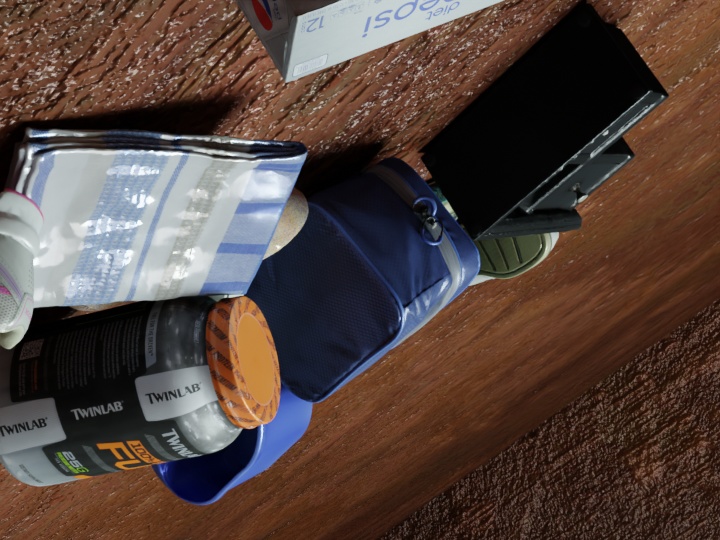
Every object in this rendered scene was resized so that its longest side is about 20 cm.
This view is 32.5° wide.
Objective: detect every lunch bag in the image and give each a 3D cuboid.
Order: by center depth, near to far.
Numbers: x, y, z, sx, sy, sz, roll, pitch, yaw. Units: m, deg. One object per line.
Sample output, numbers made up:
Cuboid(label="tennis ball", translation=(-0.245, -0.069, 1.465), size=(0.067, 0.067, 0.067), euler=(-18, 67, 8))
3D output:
Cuboid(label="lunch bag", translation=(0.000, 0.000, 1.024), size=(0.132, 0.136, 0.200), euler=(-33, 174, -45))

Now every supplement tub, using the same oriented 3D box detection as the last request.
Cuboid(label="supplement tub", translation=(-0.169, 0.086, 0.925), size=(0.199, 0.123, 0.123), euler=(-13, 167, 16))

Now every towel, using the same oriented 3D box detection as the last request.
Cuboid(label="towel", translation=(-0.140, -0.029, 0.803), size=(0.200, 0.024, 0.147), euler=(-2, 135, -35))

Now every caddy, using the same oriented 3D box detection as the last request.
Cuboid(label="caddy", translation=(-0.140, 0.135, 1.171), size=(0.105, 0.142, 0.200), euler=(-20, 160, -46))

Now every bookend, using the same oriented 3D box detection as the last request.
Cuboid(label="bookend", translation=(0.192, -0.124, 1.083), size=(0.199, 0.092, 0.200), euler=(-42, 161, 30))

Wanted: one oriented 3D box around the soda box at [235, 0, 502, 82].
Cuboid(label="soda box", translation=(0.031, -0.181, 0.701), size=(0.200, 0.068, 0.063), euler=(-25, 161, -20))

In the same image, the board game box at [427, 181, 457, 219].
Cuboid(label="board game box", translation=(0.021, -0.016, 1.206), size=(0.135, 0.028, 0.200), euler=(-21, 160, -25))

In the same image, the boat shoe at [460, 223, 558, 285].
Cuboid(label="boat shoe", translation=(0.138, -0.028, 1.265), size=(0.068, 0.075, 0.200), euler=(-23, -177, -34))

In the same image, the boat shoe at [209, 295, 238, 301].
Cuboid(label="boat shoe", translation=(-0.138, 0.031, 1.016), size=(0.064, 0.071, 0.200), euler=(-23, 153, -24))

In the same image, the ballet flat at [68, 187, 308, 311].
Cuboid(label="ballet flat", translation=(-0.122, -0.027, 0.882), size=(0.200, 0.068, 0.067), euler=(-25, 155, -22))

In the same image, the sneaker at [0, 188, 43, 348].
Cuboid(label="sneaker", translation=(-0.272, 0.016, 0.680), size=(0.199, 0.088, 0.081), euler=(-11, 159, -8))
